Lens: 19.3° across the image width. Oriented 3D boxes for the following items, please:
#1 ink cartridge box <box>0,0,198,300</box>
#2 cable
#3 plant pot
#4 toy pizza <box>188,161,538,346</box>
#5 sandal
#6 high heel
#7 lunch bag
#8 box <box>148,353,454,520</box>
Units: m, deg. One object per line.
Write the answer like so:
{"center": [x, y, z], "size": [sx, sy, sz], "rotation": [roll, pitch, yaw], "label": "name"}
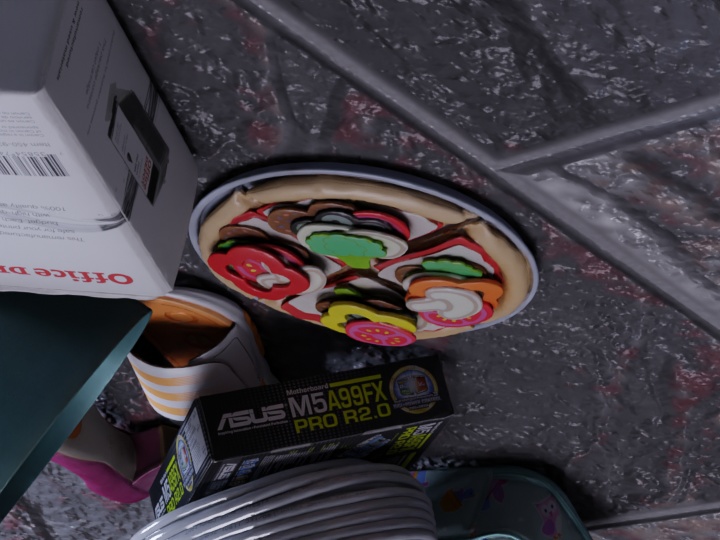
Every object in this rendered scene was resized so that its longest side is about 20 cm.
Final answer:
{"center": [-0.180, -0.070, 1.051], "size": [0.146, 0.083, 0.200], "rotation": [3, 153, 15], "label": "ink cartridge box"}
{"center": [-0.048, 0.182, 1.362], "size": [0.199, 0.069, 0.200], "rotation": [-14, 161, -6], "label": "cable"}
{"center": [-0.242, 0.054, 1.213], "size": [0.161, 0.201, 0.201], "rotation": [38, 151, -1], "label": "plant pot"}
{"center": [0.000, 0.000, 1.188], "size": [0.200, 0.032, 0.200], "rotation": [8, 154, 4], "label": "toy pizza"}
{"center": [-0.095, 0.073, 1.341], "size": [0.079, 0.059, 0.207], "rotation": [0, 152, 20], "label": "sandal"}
{"center": [-0.211, 0.118, 1.471], "size": [0.096, 0.068, 0.200], "rotation": [-23, 153, 33], "label": "high heel"}
{"center": [0.074, 0.215, 1.515], "size": [0.200, 0.077, 0.160], "rotation": [-9, 132, 35], "label": "lunch bag"}
{"center": [-0.043, 0.120, 1.368], "size": [0.160, 0.044, 0.200], "rotation": [-10, 160, -18], "label": "box"}
